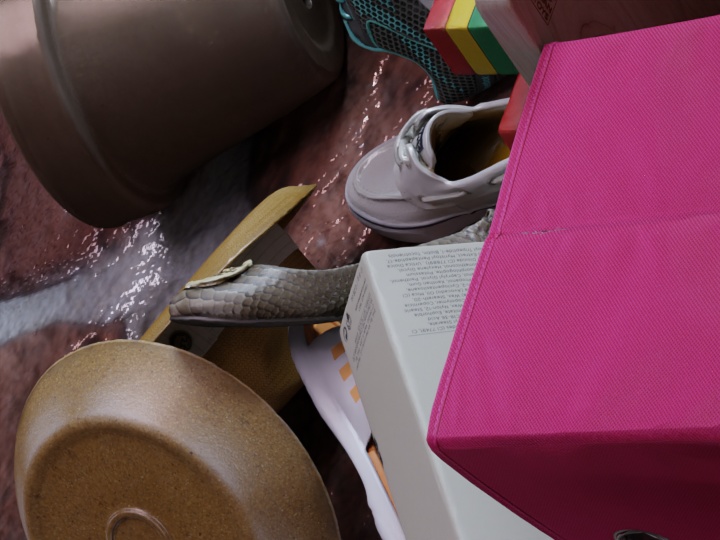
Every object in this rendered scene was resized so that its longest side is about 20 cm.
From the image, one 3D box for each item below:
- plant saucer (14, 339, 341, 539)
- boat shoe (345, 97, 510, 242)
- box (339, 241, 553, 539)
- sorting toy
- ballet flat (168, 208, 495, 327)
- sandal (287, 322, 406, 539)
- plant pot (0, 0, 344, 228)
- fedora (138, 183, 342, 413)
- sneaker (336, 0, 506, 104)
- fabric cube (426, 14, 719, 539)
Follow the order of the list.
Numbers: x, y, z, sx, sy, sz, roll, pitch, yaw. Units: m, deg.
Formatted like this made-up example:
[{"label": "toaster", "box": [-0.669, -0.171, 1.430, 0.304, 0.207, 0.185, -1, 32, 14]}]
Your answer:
[{"label": "plant saucer", "box": [-0.105, 0.133, 1.281, 0.200, 0.200, 0.035, -24, 9, 37]}, {"label": "boat shoe", "box": [0.053, -0.062, 1.336, 0.200, 0.070, 0.071, -3, 62, 48]}, {"label": "box", "box": [0.056, 0.083, 1.171, 0.068, 0.082, 0.200, 108, 152, -49]}, {"label": "sorting toy", "box": [0.111, -0.141, 1.173, 0.069, 0.200, 0.199, 1, 57, 35]}, {"label": "ballet flat", "box": [0.000, 0.000, 1.264, 0.067, 0.200, 0.046, -165, 69, -77]}, {"label": "sandal", "box": [0.030, 0.084, 1.256, 0.059, 0.079, 0.207, -43, 46, 16]}, {"label": "plant pot", "box": [-0.108, -0.142, 1.515, 0.174, 0.200, 0.201, -16, 49, 18]}, {"label": "fedora", "box": [-0.070, 0.046, 1.362, 0.201, 0.082, 0.201, -50, -1, -1]}, {"label": "sneaker", "box": [0.009, -0.162, 1.371, 0.091, 0.200, 0.078, -42, 13, 40]}, {"label": "fabric cube", "box": [0.182, 0.023, 1.016, 0.199, 0.196, 0.200, -5, 59, 46]}]
